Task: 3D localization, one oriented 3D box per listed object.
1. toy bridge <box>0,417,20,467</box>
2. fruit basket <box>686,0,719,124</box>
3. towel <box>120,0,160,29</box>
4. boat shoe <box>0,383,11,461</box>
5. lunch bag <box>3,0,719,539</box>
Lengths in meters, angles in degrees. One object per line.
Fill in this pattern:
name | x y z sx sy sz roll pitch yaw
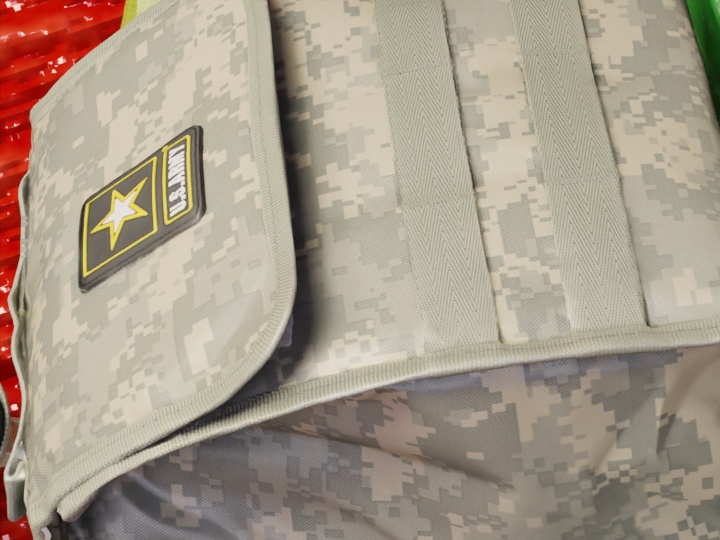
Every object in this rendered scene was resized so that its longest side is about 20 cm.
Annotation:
toy bridge | -0.025 0.073 0.889 0.200 0.027 0.067 14 119 -5
fruit basket | 0.179 -0.107 0.895 0.200 0.094 0.185 -26 94 -19
towel | -0.037 -0.042 0.903 0.086 0.018 0.200 12 91 -5
boat shoe | -0.193 0.024 0.825 0.199 0.066 0.075 19 79 -10
lunch bag | 0.000 0.000 0.808 0.200 0.164 0.118 -7 136 0
